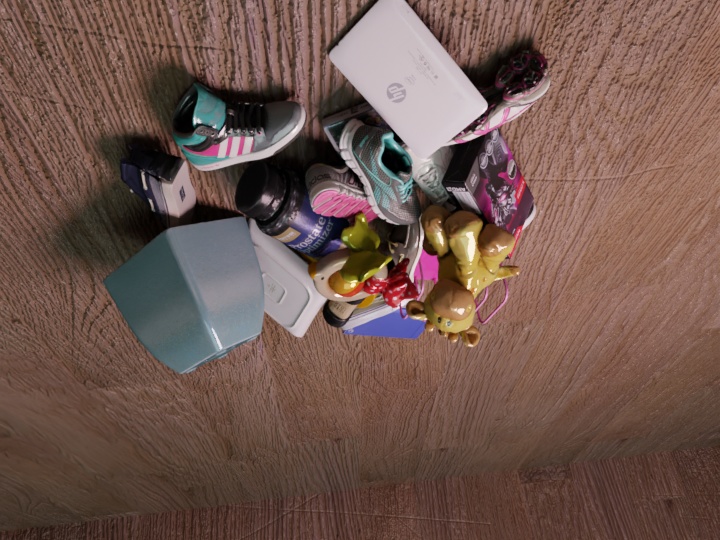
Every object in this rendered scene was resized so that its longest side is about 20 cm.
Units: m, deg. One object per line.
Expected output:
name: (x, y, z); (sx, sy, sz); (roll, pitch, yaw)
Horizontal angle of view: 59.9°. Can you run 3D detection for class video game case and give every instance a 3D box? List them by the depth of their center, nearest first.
video game case: (0.056, -0.197, 0.989); (0.176, 0.024, 0.201); (-17, 147, 13)

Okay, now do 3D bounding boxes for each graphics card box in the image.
graphics card box: (0.210, -0.127, 1.005); (0.050, 0.128, 0.200); (8, 152, 42)

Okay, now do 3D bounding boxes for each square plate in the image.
square plate: (-0.161, 0.026, 1.174); (0.196, 0.029, 0.201); (39, 139, 1)

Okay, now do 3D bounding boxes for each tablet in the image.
tablet: (0.063, -0.253, 0.836); (0.129, 0.014, 0.200); (-33, 113, 35)

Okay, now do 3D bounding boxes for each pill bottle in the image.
pill bottle: (-0.104, -0.097, 1.024); (0.110, 0.115, 0.197); (-30, 142, 32)

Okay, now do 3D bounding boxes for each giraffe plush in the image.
giraffe plush: (0.151, 0.020, 0.999); (0.169, 0.166, 0.200); (18, 161, 34)

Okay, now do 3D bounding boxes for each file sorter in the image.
file sorter: (0.179, 0.025, 1.258); (0.193, 0.129, 0.140); (4, 147, -18)

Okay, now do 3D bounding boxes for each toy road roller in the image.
toy road roller: (-0.050, -0.008, 1.194); (0.198, 0.147, 0.123); (38, 140, 1)

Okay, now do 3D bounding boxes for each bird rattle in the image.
bird rattle: (0.000, 0.000, 1.045); (0.158, 0.116, 0.200); (-17, 155, 15)

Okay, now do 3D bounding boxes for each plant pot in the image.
plant pot: (-0.276, 0.052, 1.064); (0.193, 0.205, 0.194); (-29, 174, 30)

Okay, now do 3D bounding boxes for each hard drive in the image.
hard drive: (0.067, 0.116, 1.468); (0.193, 0.026, 0.133); (6, 145, -21)

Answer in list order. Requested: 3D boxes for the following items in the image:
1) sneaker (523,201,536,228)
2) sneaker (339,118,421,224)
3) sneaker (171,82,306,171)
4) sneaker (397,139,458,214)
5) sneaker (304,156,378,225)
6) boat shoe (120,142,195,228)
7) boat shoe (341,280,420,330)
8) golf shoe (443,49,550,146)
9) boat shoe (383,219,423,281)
sneaker: (0.211, -0.103, 1.119); (0.194, 0.075, 0.112); (-19, 145, 17)
sneaker: (0.048, -0.136, 0.929); (0.090, 0.079, 0.200); (14, 155, 45)
sneaker: (-0.181, -0.213, 0.864); (0.194, 0.086, 0.121); (-16, 156, 15)
sneaker: (0.125, -0.144, 0.991); (0.074, 0.083, 0.198); (-25, 143, 30)
sneaker: (-0.022, -0.131, 0.995); (0.073, 0.090, 0.197); (-34, 158, 28)
boat shoe: (-0.319, -0.126, 0.989); (0.090, 0.076, 0.201); (21, 151, 0)
boat shoe: (0.034, 0.062, 1.341); (0.195, 0.072, 0.064); (-25, 101, 3)
golf shoe: (0.184, -0.230, 0.906); (0.195, 0.075, 0.092); (-26, 159, 14)
boat shoe: (0.073, -0.035, 1.162); (0.058, 0.073, 0.206); (-5, 131, -15)
